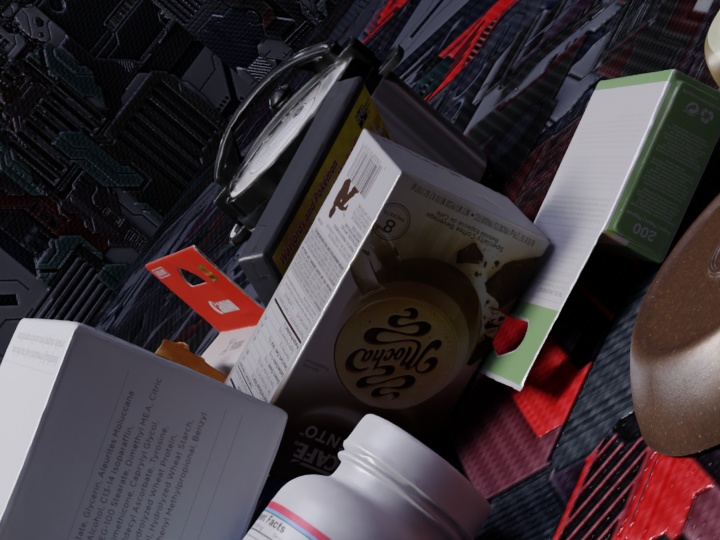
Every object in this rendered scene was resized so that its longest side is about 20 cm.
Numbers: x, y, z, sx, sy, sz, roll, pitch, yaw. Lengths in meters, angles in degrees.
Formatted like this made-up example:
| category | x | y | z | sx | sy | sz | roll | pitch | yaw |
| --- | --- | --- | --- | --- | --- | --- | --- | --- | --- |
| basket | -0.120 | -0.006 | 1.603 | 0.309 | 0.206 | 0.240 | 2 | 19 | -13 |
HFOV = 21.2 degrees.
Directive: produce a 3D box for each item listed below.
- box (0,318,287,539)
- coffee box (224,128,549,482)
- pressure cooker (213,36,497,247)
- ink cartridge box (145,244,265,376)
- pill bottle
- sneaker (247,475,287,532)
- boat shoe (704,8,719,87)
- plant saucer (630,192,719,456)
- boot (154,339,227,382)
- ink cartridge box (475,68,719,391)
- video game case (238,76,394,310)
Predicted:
| category | x | y | z | sx | sy | sz | roll | pitch | yaw |
| --- | --- | --- | --- | --- | --- | --- | --- | --- | --- |
| box | -0.156 | 0.142 | 1.091 | 0.202 | 0.130 | 0.199 | -70 | 17 | -7 |
| coffee box | 0.010 | 0.034 | 1.163 | 0.201 | 0.112 | 0.080 | -61 | 26 | 13 |
| pressure cooker | -0.014 | -0.077 | 1.541 | 0.176 | 0.200 | 0.178 | -55 | 12 | -27 |
| ink cartridge box | -0.094 | 0.060 | 1.483 | 0.044 | 0.173 | 0.200 | -52 | 11 | -14 |
| pill bottle | -0.024 | 0.177 | 0.973 | 0.201 | 0.109 | 0.109 | -52 | 11 | -11 |
| sneaker | -0.050 | 0.183 | 1.171 | 0.074 | 0.082 | 0.200 | -62 | -4 | 18 |
| boat shoe | 0.260 | -0.173 | 1.107 | 0.066 | 0.072 | 0.202 | -22 | 29 | 48 |
| plant saucer | 0.189 | -0.003 | 0.901 | 0.201 | 0.037 | 0.201 | -48 | 12 | 13 |
| boot | -0.097 | 0.109 | 1.407 | 0.071 | 0.144 | 0.201 | -53 | 11 | -12 |
| ink cartridge box | 0.137 | -0.019 | 1.142 | 0.201 | 0.048 | 0.145 | -66 | 11 | -2 |
| video game case | 0.000 | 0.000 | 1.288 | 0.025 | 0.182 | 0.201 | -11 | 33 | 30 |
